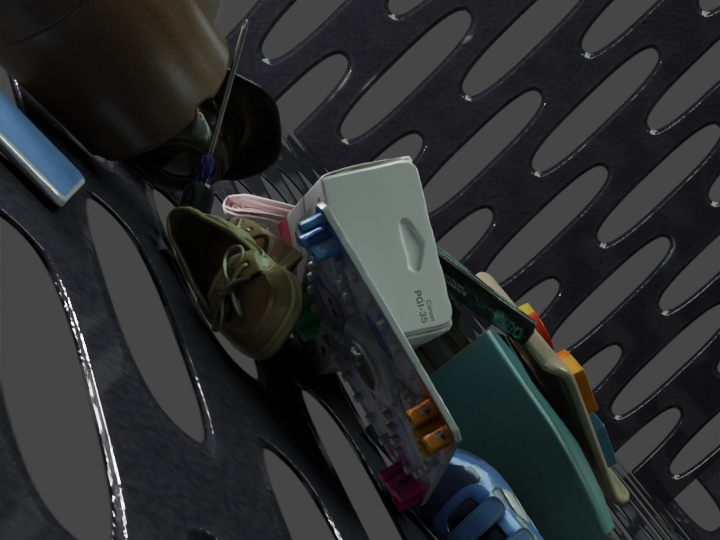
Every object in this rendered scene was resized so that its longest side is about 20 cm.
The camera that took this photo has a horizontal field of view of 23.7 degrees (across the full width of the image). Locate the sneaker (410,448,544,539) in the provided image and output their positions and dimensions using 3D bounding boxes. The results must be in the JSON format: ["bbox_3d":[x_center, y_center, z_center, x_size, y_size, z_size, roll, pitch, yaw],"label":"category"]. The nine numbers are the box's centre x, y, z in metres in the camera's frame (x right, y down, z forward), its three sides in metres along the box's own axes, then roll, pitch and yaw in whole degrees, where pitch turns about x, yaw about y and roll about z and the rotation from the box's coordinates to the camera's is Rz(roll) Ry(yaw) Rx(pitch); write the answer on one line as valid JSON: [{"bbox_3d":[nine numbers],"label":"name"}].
[{"bbox_3d":[0.111,0.221,1.381,0.200,0.074,0.082,45,8,-9],"label":"sneaker"}]

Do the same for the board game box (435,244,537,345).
[{"bbox_3d":[0.068,-0.007,1.592,0.135,0.028,0.200,34,4,-31],"label":"board game box"}]

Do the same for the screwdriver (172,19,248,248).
[{"bbox_3d":[-0.123,-0.112,1.431,0.028,0.202,0.029,16,-6,-29],"label":"screwdriver"}]

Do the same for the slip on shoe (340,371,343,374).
[{"bbox_3d":[-0.019,0.058,1.631,0.061,0.074,0.200,6,36,-47],"label":"slip on shoe"}]

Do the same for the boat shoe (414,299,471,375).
[{"bbox_3d":[0.063,0.055,1.652,0.201,0.068,0.075,60,-17,-6],"label":"boat shoe"}]

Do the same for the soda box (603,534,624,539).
[{"bbox_3d":[0.252,0.318,1.774,0.063,0.071,0.200,50,6,22],"label":"soda box"}]

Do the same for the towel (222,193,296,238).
[{"bbox_3d":[-0.029,-0.001,1.766,0.190,0.032,0.200,15,-25,50],"label":"towel"}]

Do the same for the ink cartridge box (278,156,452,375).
[{"bbox_3d":[0.000,0.000,1.442,0.200,0.082,0.148,140,-63,-74],"label":"ink cartridge box"}]

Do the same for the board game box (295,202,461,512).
[{"bbox_3d":[0.002,0.073,1.293,0.201,0.026,0.200,59,-16,15],"label":"board game box"}]

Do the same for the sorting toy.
[{"bbox_3d":[0.189,0.109,1.647,0.201,0.036,0.185,60,-3,-36],"label":"sorting toy"}]

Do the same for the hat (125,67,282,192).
[{"bbox_3d":[-0.174,-0.125,1.567,0.199,0.081,0.201,15,-34,10],"label":"hat"}]

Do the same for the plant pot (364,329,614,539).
[{"bbox_3d":[0.128,0.178,1.524,0.201,0.141,0.141,53,7,11],"label":"plant pot"}]

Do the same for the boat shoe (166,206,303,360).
[{"bbox_3d":[-0.103,0.007,1.319,0.063,0.074,0.200,35,3,-30],"label":"boat shoe"}]

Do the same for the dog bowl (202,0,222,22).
[{"bbox_3d":[-0.230,-0.271,1.616,0.200,0.200,0.079,40,10,-51],"label":"dog bowl"}]

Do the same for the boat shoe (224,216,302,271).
[{"bbox_3d":[-0.100,-0.008,1.458,0.064,0.071,0.200,41,-4,-11],"label":"boat shoe"}]

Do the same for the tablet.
[{"bbox_3d":[-0.273,-0.125,1.209,0.200,0.014,0.130,47,5,-9],"label":"tablet"}]

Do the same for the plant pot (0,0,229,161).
[{"bbox_3d":[-0.219,-0.209,1.391,0.199,0.200,0.200,52,1,-34],"label":"plant pot"}]
